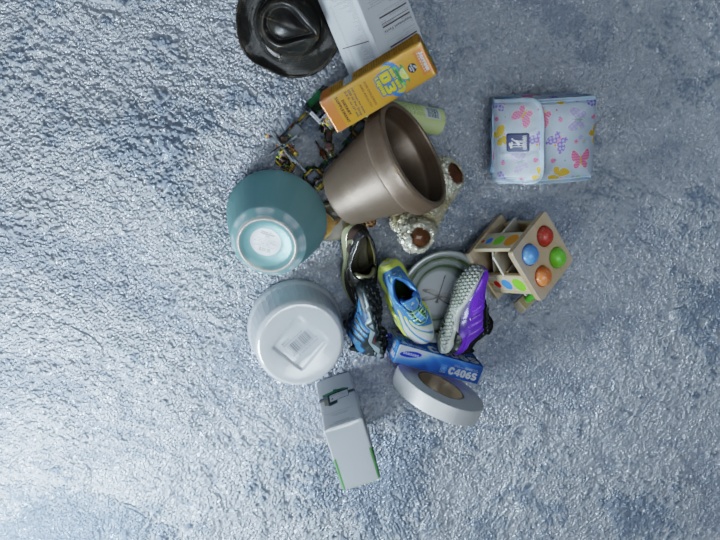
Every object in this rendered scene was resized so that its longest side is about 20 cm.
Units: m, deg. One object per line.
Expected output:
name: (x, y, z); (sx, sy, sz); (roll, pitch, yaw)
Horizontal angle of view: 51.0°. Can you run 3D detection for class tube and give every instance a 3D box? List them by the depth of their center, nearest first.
tube: (0.068, -0.295, 1.419); (0.197, 0.058, 0.053); (4, 85, -33)

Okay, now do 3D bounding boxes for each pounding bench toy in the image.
pounding bench toy: (0.344, 0.000, 1.528); (0.124, 0.155, 0.201); (-46, 114, -23)

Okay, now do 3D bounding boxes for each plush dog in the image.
plush dog: (0.086, -0.142, 1.473); (0.170, 0.160, 0.202); (29, 82, -2)

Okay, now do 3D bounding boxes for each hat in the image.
hat: (-0.123, -0.438, 1.342); (0.197, 0.081, 0.204); (-4, 108, -12)

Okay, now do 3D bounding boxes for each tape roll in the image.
tape roll: (0.161, 0.253, 1.567); (0.200, 0.203, 0.038); (21, 102, -18)

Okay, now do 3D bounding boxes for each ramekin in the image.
ramekin: (-0.126, 0.129, 1.517); (0.197, 0.098, 0.204); (-4, 109, -11)

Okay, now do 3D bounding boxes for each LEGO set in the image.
LEGO set: (-0.069, -0.243, 1.397); (0.199, 0.116, 0.154); (-38, 111, 2)

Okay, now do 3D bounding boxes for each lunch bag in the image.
lunch bag: (0.353, -0.259, 1.485); (0.196, 0.127, 0.173); (-2, 106, -5)

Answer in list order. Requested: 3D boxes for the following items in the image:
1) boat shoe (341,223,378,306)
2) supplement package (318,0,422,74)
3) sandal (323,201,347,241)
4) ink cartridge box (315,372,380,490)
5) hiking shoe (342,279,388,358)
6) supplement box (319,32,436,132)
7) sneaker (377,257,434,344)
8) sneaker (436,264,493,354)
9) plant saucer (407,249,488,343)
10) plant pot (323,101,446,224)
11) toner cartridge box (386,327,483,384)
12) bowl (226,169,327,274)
boat shoe: (0.000, 0.000, 1.506); (0.072, 0.065, 0.203); (-18, 124, -13)
supplement package: (0.023, -0.434, 1.343); (0.109, 0.113, 0.202); (-37, 115, -27)
sandal: (-0.094, -0.093, 1.475); (0.196, 0.054, 0.082); (-1, 108, -12)
ink cartridge box: (-0.028, 0.324, 1.549); (0.083, 0.200, 0.148); (-17, 110, -3)
hiking shoe: (0.002, 0.103, 1.519); (0.085, 0.075, 0.202); (2, 130, 14)
supplement box: (0.029, -0.317, 1.277); (0.198, 0.069, 0.067); (-29, 113, 13)
sneaker: (0.094, 0.076, 1.491); (0.075, 0.105, 0.202); (-30, 109, 3)
sneaker: (0.234, 0.085, 1.548); (0.098, 0.070, 0.203); (13, 112, -18)
plant saucer: (0.168, 0.050, 1.582); (0.196, 0.050, 0.204); (-4, 109, -12)
plant pot: (0.030, -0.171, 1.347); (0.173, 0.201, 0.201); (-25, 115, 28)
toner cartridge box: (0.154, 0.180, 1.598); (0.197, 0.095, 0.044); (16, 103, -17)
bowl: (-0.164, -0.072, 1.405); (0.197, 0.106, 0.204); (2, 123, 4)
